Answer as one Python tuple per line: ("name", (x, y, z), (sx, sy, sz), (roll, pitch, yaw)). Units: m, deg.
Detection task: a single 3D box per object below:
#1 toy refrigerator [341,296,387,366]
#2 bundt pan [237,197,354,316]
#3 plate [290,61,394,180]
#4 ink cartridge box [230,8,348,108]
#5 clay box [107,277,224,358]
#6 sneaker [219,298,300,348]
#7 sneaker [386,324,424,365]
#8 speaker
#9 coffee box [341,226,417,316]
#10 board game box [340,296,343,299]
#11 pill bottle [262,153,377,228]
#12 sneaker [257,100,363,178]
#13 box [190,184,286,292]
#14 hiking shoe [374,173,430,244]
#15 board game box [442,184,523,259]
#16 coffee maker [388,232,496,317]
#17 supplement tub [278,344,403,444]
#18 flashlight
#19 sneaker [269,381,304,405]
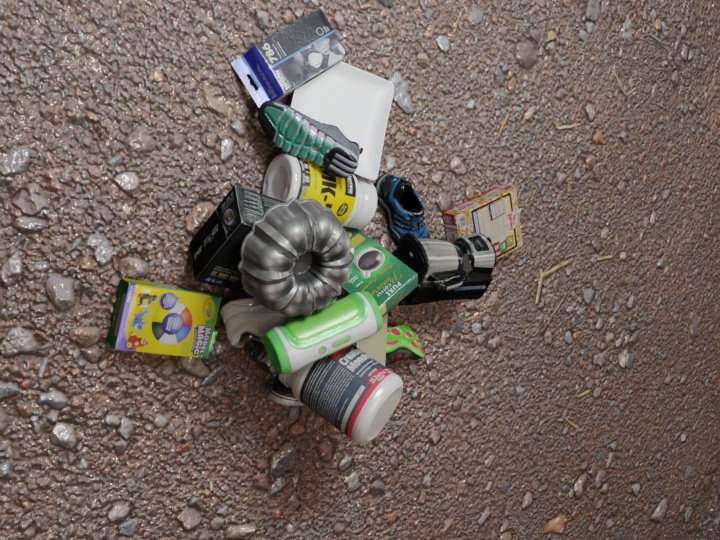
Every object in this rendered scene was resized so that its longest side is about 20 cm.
("toy refrigerator", (0.002, 0.138, 1.455), (0.075, 0.070, 0.203), (4, 87, -38))
("bundt pan", (-0.095, -0.011, 1.205), (0.200, 0.076, 0.204), (-15, 120, -27))
("plate", (-0.042, -0.289, 1.378), (0.198, 0.032, 0.202), (16, 79, -25))
("ink cartridge box", (-0.123, -0.377, 1.310), (0.199, 0.039, 0.100), (-39, 102, -23))
("clay box", (-0.325, 0.086, 1.277), (0.198, 0.047, 0.116), (11, 94, -37))
("sneaker", (-0.147, 0.092, 1.314), (0.198, 0.100, 0.078), (-16, 156, 3))
("sneaker", (0.066, 0.165, 1.586), (0.084, 0.077, 0.199), (-38, 148, 28))
("speaker", (-0.064, 0.106, 1.270), (0.198, 0.088, 0.089), (-22, 113, -22))
("coffee box", (0.000, 0.000, 1.410), (0.123, 0.199, 0.044), (-40, 150, -23))
("board game box", (-0.079, 0.085, 1.467), (0.198, 0.040, 0.155), (-19, 112, -32))
("pill bottle", (-0.073, -0.142, 1.374), (0.198, 0.114, 0.116), (9, 95, -38))
("sneaker", (-0.088, -0.241, 1.311), (0.199, 0.075, 0.088), (33, 35, -8))
("box", (-0.170, -0.041, 1.288), (0.199, 0.087, 0.164), (16, 134, -38))
("hiking shoe", (0.100, -0.109, 1.527), (0.074, 0.086, 0.201), (-47, 124, -18))
("board game box", (0.286, -0.093, 1.696), (0.199, 0.046, 0.153), (-25, 114, -30))
("coffee maker", (0.163, 0.004, 1.561), (0.198, 0.192, 0.136), (-2, 67, -32))
("supplement tub", (-0.035, 0.205, 1.338), (0.141, 0.199, 0.141), (-48, 158, -27))
("flashlight", (-0.121, 0.102, 1.374), (0.068, 0.068, 0.200), (43, 72, -9))
("sneaker", (-0.095, 0.215, 1.463), (0.199, 0.078, 0.080), (-1, 106, -48))
